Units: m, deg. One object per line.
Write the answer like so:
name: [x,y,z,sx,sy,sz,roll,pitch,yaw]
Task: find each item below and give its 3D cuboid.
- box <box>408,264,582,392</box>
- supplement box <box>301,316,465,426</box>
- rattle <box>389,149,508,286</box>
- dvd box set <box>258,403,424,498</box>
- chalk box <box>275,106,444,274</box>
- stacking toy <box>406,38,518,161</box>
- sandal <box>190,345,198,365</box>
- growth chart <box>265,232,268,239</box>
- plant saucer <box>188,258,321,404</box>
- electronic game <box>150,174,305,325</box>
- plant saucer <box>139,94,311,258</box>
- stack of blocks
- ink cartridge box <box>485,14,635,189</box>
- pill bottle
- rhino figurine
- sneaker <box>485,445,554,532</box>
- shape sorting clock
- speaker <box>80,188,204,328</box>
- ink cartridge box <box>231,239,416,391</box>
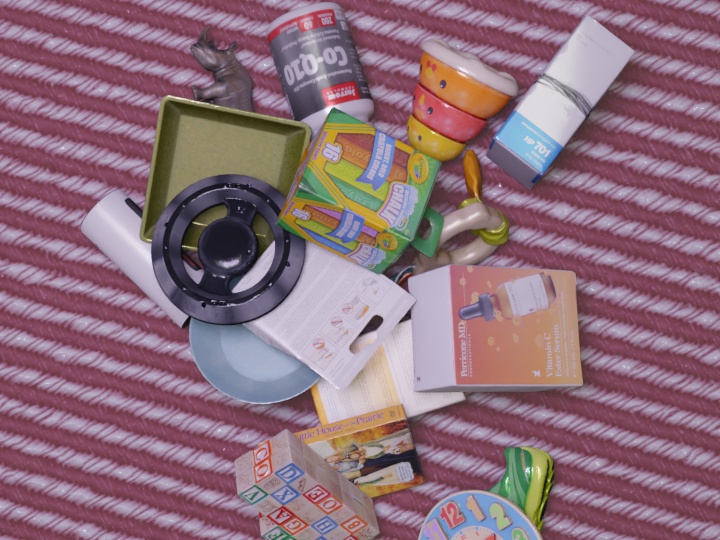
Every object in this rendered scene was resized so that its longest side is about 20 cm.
box: [0.174,0.079,1.335,0.198,0.106,0.154,2,79,-27]
supplement box: [0.031,0.142,1.403,0.198,0.074,0.127,-17,88,3]
rattle: [0.093,-0.055,1.412,0.199,0.130,0.144,-35,75,27]
dvd box set: [-0.022,0.258,1.379,0.198,0.030,0.147,-15,131,1]
chalk box: [0.016,-0.087,1.291,0.199,0.124,0.126,24,64,-9]
stacking toy: [0.111,-0.197,1.399,0.145,0.146,0.201,27,105,3]
sandal: [-0.141,0.083,1.419,0.202,0.050,0.083,-31,95,5]
growth chart: [-0.122,-0.050,1.443,0.198,0.018,0.146,10,88,3]
plant saucer: [-0.125,0.083,1.367,0.199,0.039,0.203,0,69,0]
electronic game: [-0.169,-0.028,1.322,0.198,0.042,0.202,0,73,0]
plant saucer: [-0.181,-0.123,1.382,0.198,0.048,0.202,10,108,-10]
stack of blocks: [-0.079,0.303,1.343,0.115,0.059,0.200,-33,127,13]
ink cartridge box: [0.260,-0.219,1.369,0.086,0.146,0.200,38,90,4]
pill bottle: [-0.047,-0.248,1.399,0.113,0.114,0.202,-19,87,1]
rhino figurine: [-0.189,-0.241,1.430,0.087,0.060,0.202,-12,86,-15]
sneaker: [0.203,0.333,1.402,0.083,0.074,0.202,18,94,30]
shape sorting clock: [0.159,0.391,1.361,0.199,0.039,0.202,-2,87,37]
speaker: [-0.287,-0.014,1.417,0.200,0.081,0.081,44,90,4]
ink cartridge box: [-0.052,0.043,1.338,0.199,0.050,0.161,37,73,11]
